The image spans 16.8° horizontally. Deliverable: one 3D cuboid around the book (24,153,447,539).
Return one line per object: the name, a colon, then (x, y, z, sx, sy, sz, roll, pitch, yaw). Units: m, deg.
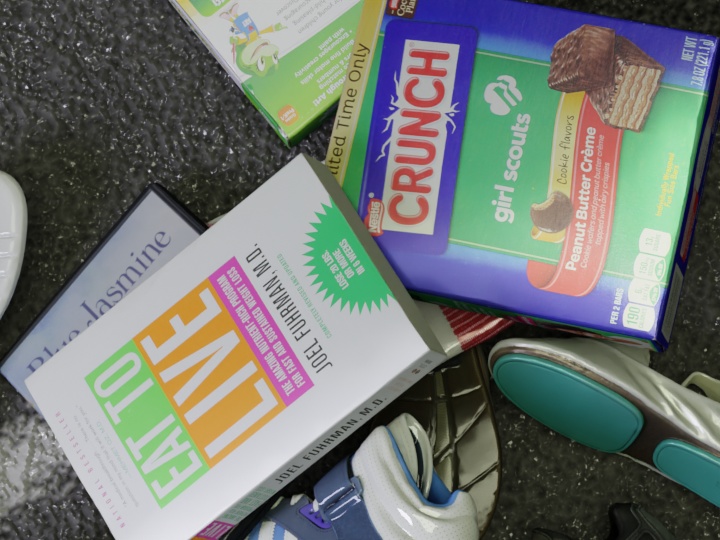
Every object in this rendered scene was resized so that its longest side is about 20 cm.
book: (-0.066, 0.053, 1.289, 0.200, 0.048, 0.134, -40, 64, 13)

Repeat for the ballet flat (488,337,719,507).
ballet flat: (0.167, 0.078, 1.385, 0.199, 0.069, 0.070, 27, 85, -1)

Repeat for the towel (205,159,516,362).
towel: (0.000, 0.000, 1.382, 0.199, 0.023, 0.144, -29, 68, 0)

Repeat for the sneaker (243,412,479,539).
sneaker: (-0.020, 0.136, 1.330, 0.200, 0.080, 0.147, 29, 90, 42)

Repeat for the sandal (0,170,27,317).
sandal: (-0.240, 0.036, 1.394, 0.082, 0.050, 0.204, 23, 98, 17)

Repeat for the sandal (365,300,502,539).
sandal: (0.036, 0.076, 1.388, 0.081, 0.055, 0.201, -11, 69, 6)

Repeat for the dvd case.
dvd case: (-0.101, 0.057, 1.350, 0.143, 0.018, 0.200, -50, 55, 1)

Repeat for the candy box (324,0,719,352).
candy box: (0.085, -0.059, 1.328, 0.199, 0.077, 0.170, 11, 83, 14)

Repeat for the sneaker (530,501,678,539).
sneaker: (0.101, 0.201, 1.363, 0.200, 0.071, 0.098, -34, 86, -5)

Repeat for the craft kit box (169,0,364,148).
craft kit box: (-0.027, -0.210, 1.419, 0.200, 0.049, 0.198, -39, 83, -4)
